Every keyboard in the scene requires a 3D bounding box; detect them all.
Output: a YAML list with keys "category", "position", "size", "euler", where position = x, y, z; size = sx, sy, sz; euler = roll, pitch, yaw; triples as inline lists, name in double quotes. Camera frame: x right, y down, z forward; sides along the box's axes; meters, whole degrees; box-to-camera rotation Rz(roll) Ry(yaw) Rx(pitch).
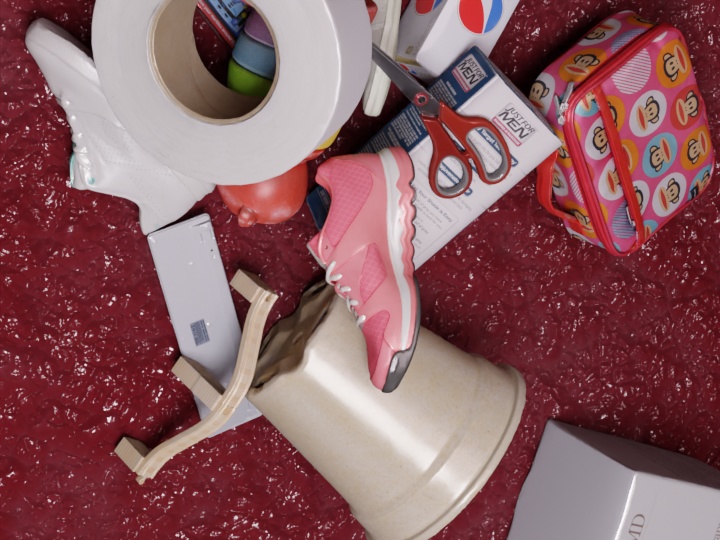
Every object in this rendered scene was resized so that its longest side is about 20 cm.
- category: "keyboard"
  position: [-0.132, 0.050, 1.275]
  size: [0.056, 0.011, 0.200]
  euler: [-19, 115, -14]

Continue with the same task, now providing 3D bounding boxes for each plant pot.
- category: "plant pot"
  position: [0.008, 0.109, 1.276]
  size: [0.183, 0.200, 0.201]
  euler: [40, 84, -15]

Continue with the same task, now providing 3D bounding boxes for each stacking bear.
- category: "stacking bear"
  position: [-0.065, -0.134, 1.199]
  size: [0.114, 0.121, 0.200]
  euler: [19, 109, 8]

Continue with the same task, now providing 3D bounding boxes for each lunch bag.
- category: "lunch bag"
  position: [0.231, -0.118, 1.355]
  size: [0.176, 0.082, 0.200]
  euler: [-38, 129, -16]

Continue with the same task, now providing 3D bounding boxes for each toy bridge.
- category: "toy bridge"
  position: [-0.131, 0.099, 1.248]
  size: [0.200, 0.067, 0.027]
  euler: [-56, 144, 5]

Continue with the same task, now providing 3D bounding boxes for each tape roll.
- category: "tape roll"
  position: [-0.096, -0.169, 1.098]
  size: [0.202, 0.071, 0.203]
  euler: [8, 114, 19]

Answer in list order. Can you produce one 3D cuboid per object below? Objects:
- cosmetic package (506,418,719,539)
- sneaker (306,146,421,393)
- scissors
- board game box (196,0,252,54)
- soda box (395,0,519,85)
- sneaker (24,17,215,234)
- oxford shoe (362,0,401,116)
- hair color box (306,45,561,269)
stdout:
- category: "cosmetic package"
  position: [0.272, 0.262, 1.430]
  size: [0.200, 0.166, 0.168]
  euler: [16, 95, -26]
- category: "sneaker"
  position: [0.000, 0.000, 1.186]
  size: [0.087, 0.074, 0.200]
  euler: [0, 77, -7]
- category: "scissors"
  position: [0.060, -0.136, 1.191]
  size: [0.073, 0.014, 0.200]
  euler: [-28, 126, 5]
- category: "board game box"
  position: [-0.088, -0.238, 1.233]
  size: [0.103, 0.019, 0.200]
  euler: [-44, 116, -10]
- category: "soda box"
  position: [0.103, -0.257, 1.288]
  size: [0.064, 0.068, 0.200]
  euler: [29, 89, -29]
- category: "sneaker"
  position: [-0.209, -0.108, 1.184]
  size: [0.088, 0.075, 0.200]
  euler: [-41, 117, 2]
- category: "oxford shoe"
  position: [0.007, -0.230, 1.244]
  size: [0.058, 0.075, 0.200]
  euler: [3, 93, -4]
- category: "hair color box"
  position: [0.062, -0.086, 1.271]
  size: [0.200, 0.061, 0.100]
  euler: [-41, 126, 13]
